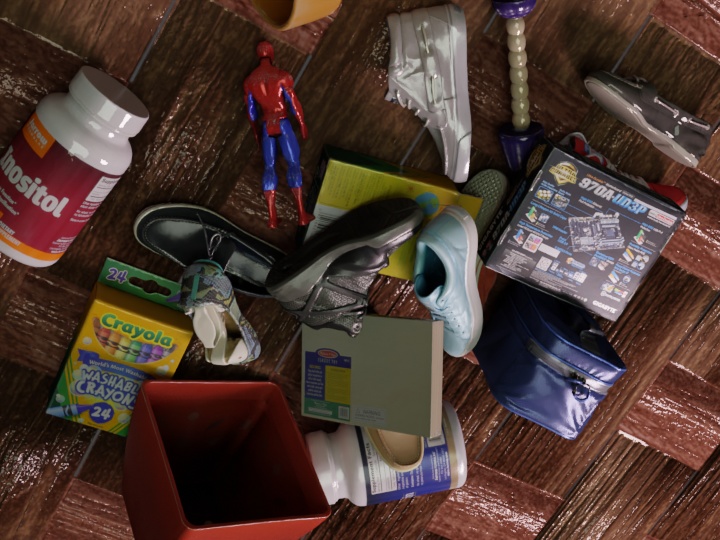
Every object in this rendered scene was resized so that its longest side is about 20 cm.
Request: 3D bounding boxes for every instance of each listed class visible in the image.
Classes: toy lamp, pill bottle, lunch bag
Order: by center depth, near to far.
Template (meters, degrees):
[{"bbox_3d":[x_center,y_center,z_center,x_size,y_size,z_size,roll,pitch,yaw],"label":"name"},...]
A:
[{"bbox_3d":[-0.317,-0.112,1.054,0.112,0.113,0.200,34,105,-24],"label":"pill bottle"},{"bbox_3d":[0.181,-0.213,1.140,0.057,0.058,0.203,-11,115,-6],"label":"toy lamp"},{"bbox_3d":[0.234,0.100,1.223,0.135,0.200,0.133,27,106,-17],"label":"lunch bag"},{"bbox_3d":[0.032,0.243,1.300,0.197,0.116,0.117,-9,118,-6],"label":"pill bottle"}]

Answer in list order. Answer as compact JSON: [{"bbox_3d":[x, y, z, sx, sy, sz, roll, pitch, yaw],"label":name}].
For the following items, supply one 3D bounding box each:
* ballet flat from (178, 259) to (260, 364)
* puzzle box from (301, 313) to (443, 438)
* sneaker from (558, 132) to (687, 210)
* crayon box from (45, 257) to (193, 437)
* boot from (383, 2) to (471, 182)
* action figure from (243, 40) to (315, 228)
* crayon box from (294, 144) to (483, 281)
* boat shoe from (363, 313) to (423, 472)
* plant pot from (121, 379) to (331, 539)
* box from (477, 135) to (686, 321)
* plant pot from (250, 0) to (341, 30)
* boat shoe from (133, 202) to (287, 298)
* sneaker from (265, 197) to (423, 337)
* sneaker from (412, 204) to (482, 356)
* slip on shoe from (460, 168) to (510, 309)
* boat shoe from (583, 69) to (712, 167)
[{"bbox_3d":[-0.168,0.071,1.163,0.073,0.075,0.201,-21,141,-1],"label":"ballet flat"},{"bbox_3d":[0.010,0.118,1.186,0.025,0.198,0.135,-4,96,-52],"label":"puzzle box"},{"bbox_3d":[0.307,-0.111,1.206,0.197,0.071,0.114,-6,120,-6],"label":"sneaker"},{"bbox_3d":[-0.285,0.099,1.200,0.124,0.052,0.202,20,110,-20],"label":"crayon box"},{"bbox_3d":[0.073,-0.196,1.124,0.094,0.074,0.203,-6,109,-2],"label":"boot"},{"bbox_3d":[-0.093,-0.152,1.105,0.064,0.052,0.203,-3,107,17],"label":"action figure"},{"bbox_3d":[0.033,-0.061,1.186,0.197,0.051,0.128,13,113,-17],"label":"crayon box"},{"bbox_3d":[0.032,0.150,1.227,0.073,0.066,0.203,-17,83,-11],"label":"boat shoe"},{"bbox_3d":[-0.186,0.269,1.210,0.198,0.201,0.177,5,133,-38],"label":"plant pot"},{"bbox_3d":[0.258,-0.045,1.166,0.198,0.046,0.160,21,111,-19],"label":"box"},{"bbox_3d":[-0.022,-0.357,0.960,0.181,0.200,0.203,-21,120,-18],"label":"plant pot"},{"bbox_3d":[-0.168,-0.021,1.159,0.198,0.062,0.075,23,111,-20],"label":"boat shoe"},{"bbox_3d":[0.000,0.000,1.141,0.198,0.077,0.115,-33,122,8],"label":"sneaker"},{"bbox_3d":[0.090,0.025,1.153,0.082,0.073,0.202,-31,128,-33],"label":"sneaker"},{"bbox_3d":[0.143,-0.028,1.224,0.061,0.074,0.203,-8,117,-47],"label":"slip on shoe"},{"bbox_3d":[0.345,-0.195,1.181,0.199,0.067,0.057,30,91,-28],"label":"boat shoe"}]
